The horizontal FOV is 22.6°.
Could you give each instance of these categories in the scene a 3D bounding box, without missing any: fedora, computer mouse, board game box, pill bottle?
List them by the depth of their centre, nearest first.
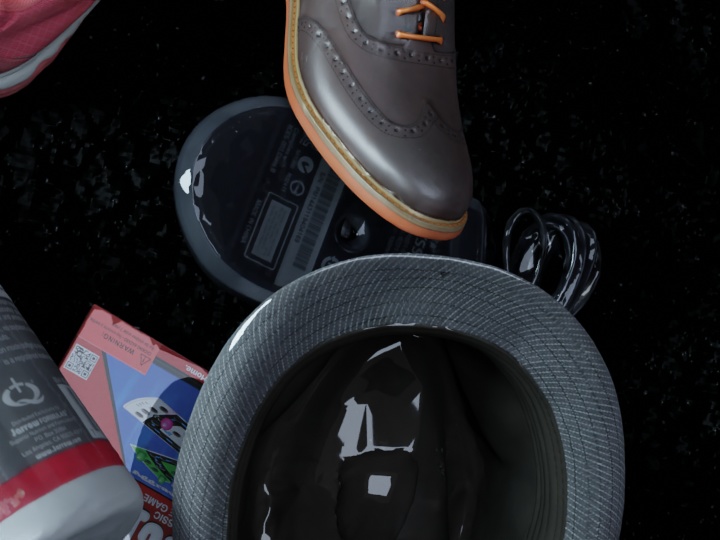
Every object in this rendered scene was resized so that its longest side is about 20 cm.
[{"bbox_3d":[-0.181,0.041,0.691,0.110,0.111,0.201,-33,78,-18],"label":"pill bottle"},{"bbox_3d":[0.011,0.086,0.720,0.175,0.090,0.202,0,100,-8],"label":"fedora"},{"bbox_3d":[-0.053,0.110,0.767,0.199,0.019,0.104,31,75,-8],"label":"board game box"},{"bbox_3d":[0.000,0.000,0.788,0.199,0.053,0.140,31,74,-19],"label":"computer mouse"}]

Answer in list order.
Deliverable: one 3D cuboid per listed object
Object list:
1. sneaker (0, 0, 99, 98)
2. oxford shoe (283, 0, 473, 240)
[{"bbox_3d":[-0.109,-0.156,0.766,0.074,0.087,0.201,40,73,-6],"label":"sneaker"},{"bbox_3d":[0.009,-0.107,0.758,0.071,0.073,0.202,3,55,-38],"label":"oxford shoe"}]
